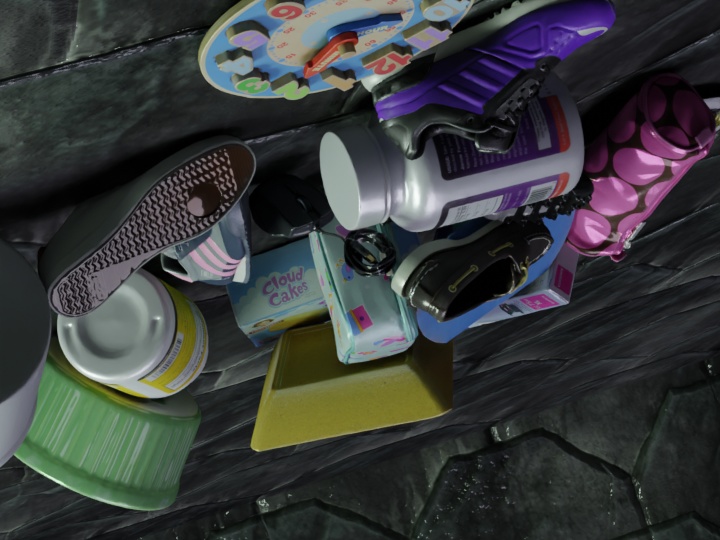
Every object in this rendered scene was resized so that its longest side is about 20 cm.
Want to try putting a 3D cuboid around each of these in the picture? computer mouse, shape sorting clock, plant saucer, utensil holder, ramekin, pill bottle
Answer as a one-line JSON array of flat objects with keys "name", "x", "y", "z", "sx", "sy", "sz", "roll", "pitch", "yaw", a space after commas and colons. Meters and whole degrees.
[{"name": "computer mouse", "x": -0.033, "y": -0.042, "z": 1.582, "sx": 0.058, "sy": 0.034, "sz": 0.200, "roll": -24, "pitch": -149, "yaw": -28}, {"name": "shape sorting clock", "x": -0.014, "y": -0.165, "z": 1.302, "sx": 0.199, "sy": 0.039, "sz": 0.200, "roll": -19, "pitch": 167, "yaw": -4}, {"name": "plant saucer", "x": -0.009, "y": 0.095, "z": 1.879, "sx": 0.199, "sy": 0.049, "sz": 0.200, "roll": -11, "pitch": -158, "yaw": 8}, {"name": "utensil holder", "x": -0.337, "y": 0.070, "z": 1.528, "sx": 0.169, "sy": 0.171, "sz": 0.200, "roll": -15, "pitch": 164, "yaw": -20}, {"name": "ramekin", "x": -0.257, "y": 0.147, "z": 1.903, "sx": 0.200, "sy": 0.200, "sz": 0.098, "roll": 6, "pitch": 112, "yaw": -62}, {"name": "pill bottle", "x": -0.207, "y": 0.063, "z": 1.806, "sx": 0.111, "sy": 0.112, "sz": 0.200, "roll": -20, "pitch": 167, "yaw": 5}, {"name": "pill bottle", "x": 0.073, "y": -0.095, "z": 1.559, "sx": 0.199, "sy": 0.112, "sz": 0.111, "roll": -15, "pitch": 167, "yaw": -20}]

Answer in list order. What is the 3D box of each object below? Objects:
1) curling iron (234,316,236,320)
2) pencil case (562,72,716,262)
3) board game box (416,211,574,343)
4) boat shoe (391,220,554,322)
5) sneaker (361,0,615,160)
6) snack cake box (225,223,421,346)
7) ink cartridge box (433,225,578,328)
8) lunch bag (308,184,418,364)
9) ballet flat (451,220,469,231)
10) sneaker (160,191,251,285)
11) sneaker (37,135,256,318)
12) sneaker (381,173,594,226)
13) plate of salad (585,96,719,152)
[{"name": "curling iron", "x": -0.041, "y": 0.026, "z": 2.091, "sx": 0.199, "sy": 0.026, "sz": 0.050, "roll": -18, "pitch": 164, "yaw": -5}, {"name": "pencil case", "x": 0.260, "y": -0.094, "z": 1.805, "sx": 0.091, "sy": 0.094, "sz": 0.200, "roll": -27, "pitch": 162, "yaw": -35}, {"name": "board game box", "x": 0.117, "y": -0.025, "z": 1.779, "sx": 0.200, "sy": 0.039, "sz": 0.158, "roll": -35, "pitch": 148, "yaw": -22}, {"name": "boat shoe", "x": 0.112, "y": 0.000, "z": 1.690, "sx": 0.201, "sy": 0.061, "sz": 0.072, "roll": -20, "pitch": 144, "yaw": -45}, {"name": "sneaker", "x": 0.108, "y": -0.140, "z": 1.444, "sx": 0.199, "sy": 0.100, "sz": 0.070, "roll": -21, "pitch": 169, "yaw": 8}, {"name": "snack cake box", "x": -0.032, "y": 0.006, "z": 1.929, "sx": 0.199, "sy": 0.067, "sz": 0.115, "roll": -20, "pitch": 169, "yaw": 1}, {"name": "ink cartridge box", "x": 0.142, "y": -0.007, "z": 1.950, "sx": 0.042, "sy": 0.120, "sz": 0.200, "roll": 33, "pitch": 149, "yaw": -33}, {"name": "lunch bag", "x": 0.000, "y": 0.000, "z": 1.757, "sx": 0.077, "sy": 0.161, "sz": 0.200, "roll": -13, "pitch": 173, "yaw": -4}, {"name": "ballet flat", "x": 0.152, "y": -0.069, "z": 1.884, "sx": 0.072, "sy": 0.072, "sz": 0.200, "roll": -15, "pitch": 167, "yaw": -19}, {"name": "sneaker", "x": -0.134, "y": -0.033, "z": 1.619, "sx": 0.082, "sy": 0.070, "sz": 0.200, "roll": -2, "pitch": 158, "yaw": -6}, {"name": "sneaker", "x": -0.178, "y": -0.053, "z": 1.512, "sx": 0.200, "sy": 0.085, "sz": 0.073, "roll": -35, "pitch": 130, "yaw": -1}, {"name": "sneaker", "x": 0.107, "y": -0.089, "z": 1.664, "sx": 0.199, "sy": 0.091, "sz": 0.067, "roll": -2, "pitch": 160, "yaw": -9}, {"name": "plate of salad", "x": 0.294, "y": -0.123, "z": 1.919, "sx": 0.199, "sy": 0.048, "sz": 0.200, "roll": -19, "pitch": 167, "yaw": -5}]
